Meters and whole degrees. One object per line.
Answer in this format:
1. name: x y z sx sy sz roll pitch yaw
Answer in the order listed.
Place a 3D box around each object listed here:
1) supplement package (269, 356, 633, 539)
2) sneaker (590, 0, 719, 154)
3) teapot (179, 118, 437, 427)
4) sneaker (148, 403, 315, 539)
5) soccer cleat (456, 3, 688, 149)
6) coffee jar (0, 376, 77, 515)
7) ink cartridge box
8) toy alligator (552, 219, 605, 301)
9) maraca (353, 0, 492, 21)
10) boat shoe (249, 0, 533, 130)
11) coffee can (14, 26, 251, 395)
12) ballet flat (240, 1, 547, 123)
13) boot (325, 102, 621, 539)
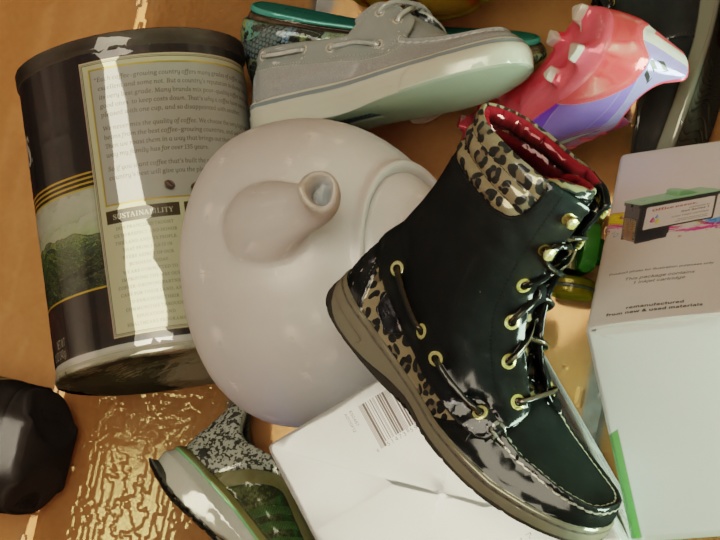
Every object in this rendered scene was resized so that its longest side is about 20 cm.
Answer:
1. supplement package: 0.066 0.137 1.538 0.151 0.200 0.151 -31 76 7
2. sneaker: 0.173 -0.148 1.633 0.106 0.075 0.201 9 74 20
3. teapot: 0.000 0.000 1.550 0.145 0.200 0.198 -6 114 31
4. sneaker: -0.036 0.154 1.632 0.200 0.077 0.089 39 82 14
5. soccer cleat: 0.119 -0.093 1.593 0.076 0.200 0.067 22 57 -17
6. coffee jar: -0.286 0.097 1.681 0.199 0.104 0.086 12 86 16
7. ink cartridge box: 0.190 0.036 1.505 0.084 0.200 0.145 -6 119 16
8. toy alligator: 0.085 -0.021 1.636 0.199 0.054 0.060 8 82 15
9. maraca: 0.056 -0.206 1.626 0.199 0.137 0.107 11 120 42
10. boat shoe: 0.013 -0.128 1.585 0.200 0.070 0.072 -11 78 35
11. coffee can: -0.131 -0.035 1.643 0.146 0.146 0.201 -11 78 12
12. ballet flat: 0.020 -0.127 1.671 0.199 0.074 0.075 9 83 18
13. boot: 0.088 0.028 1.381 0.204 0.073 0.154 46 118 20
